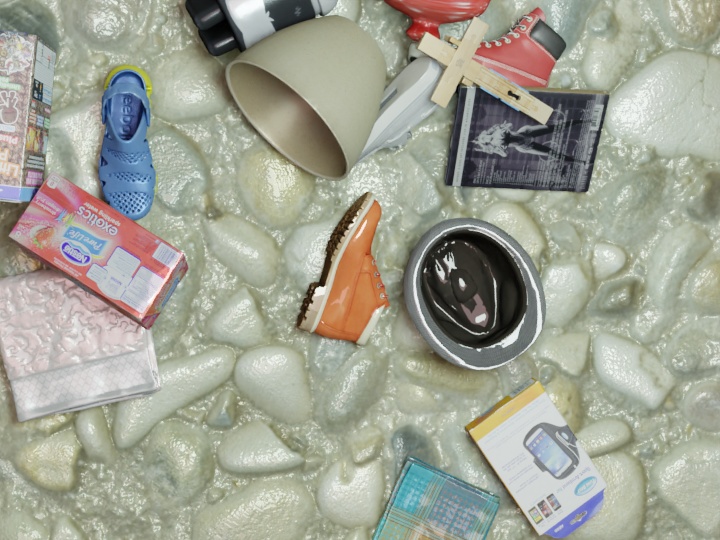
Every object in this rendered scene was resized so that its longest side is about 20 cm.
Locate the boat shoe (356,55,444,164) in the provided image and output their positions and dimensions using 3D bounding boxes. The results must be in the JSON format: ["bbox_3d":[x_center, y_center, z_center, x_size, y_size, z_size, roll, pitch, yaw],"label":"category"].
[{"bbox_3d":[0.042,-0.192,1.639,0.068,0.072,0.200,35,110,-28],"label":"boat shoe"}]

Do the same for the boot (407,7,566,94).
[{"bbox_3d":[0.169,-0.298,1.664,0.198,0.072,0.146,23,90,-15],"label":"boot"}]

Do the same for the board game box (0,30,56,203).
[{"bbox_3d":[-0.445,-0.188,1.560,0.096,0.159,0.203,6,92,-5],"label":"board game box"}]

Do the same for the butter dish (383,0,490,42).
[{"bbox_3d":[0.091,-0.362,1.593,0.197,0.200,0.150,8,100,-6],"label":"butter dish"}]

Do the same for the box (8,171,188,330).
[{"bbox_3d":[-0.327,-0.022,1.587,0.199,0.095,0.103,31,78,3],"label":"box"}]

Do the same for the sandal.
[{"bbox_3d":[-0.301,-0.163,1.613,0.079,0.087,0.203,-5,95,-7],"label":"sandal"}]

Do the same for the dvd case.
[{"bbox_3d":[0.218,-0.174,1.664,0.197,0.016,0.150,2,125,-6],"label":"dvd case"}]

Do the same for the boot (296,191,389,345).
[{"bbox_3d":[0.000,0.000,1.664,0.106,0.075,0.202,21,99,-10],"label":"boot"}]

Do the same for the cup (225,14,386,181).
[{"bbox_3d":[-0.048,-0.233,1.574,0.200,0.200,0.143,44,73,-6],"label":"cup"}]

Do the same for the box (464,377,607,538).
[{"bbox_3d":[0.245,0.262,1.716,0.119,0.041,0.201,-34,98,-3],"label":"box"}]

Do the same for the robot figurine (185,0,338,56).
[{"bbox_3d":[-0.121,-0.353,1.604,0.199,0.150,0.126,-29,79,-3],"label":"robot figurine"}]

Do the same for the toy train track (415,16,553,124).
[{"bbox_3d":[0.155,-0.243,1.591,0.199,0.033,0.115,27,96,-19],"label":"toy train track"}]

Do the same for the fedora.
[{"bbox_3d":[0.145,0.030,1.666,0.176,0.090,0.201,-38,90,-4],"label":"fedora"}]

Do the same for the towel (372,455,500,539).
[{"bbox_3d":[0.090,0.372,1.714,0.145,0.022,0.202,24,91,-6],"label":"towel"}]

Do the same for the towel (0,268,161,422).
[{"bbox_3d":[-0.373,0.087,1.646,0.198,0.032,0.193,-12,94,-6],"label":"towel"}]
